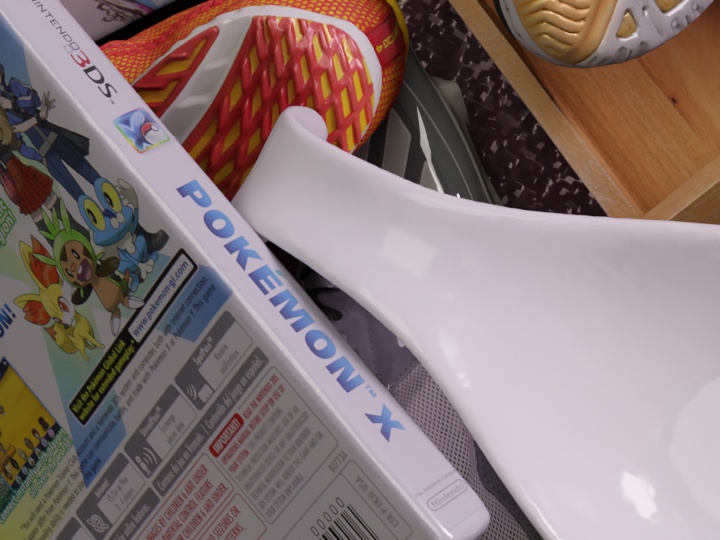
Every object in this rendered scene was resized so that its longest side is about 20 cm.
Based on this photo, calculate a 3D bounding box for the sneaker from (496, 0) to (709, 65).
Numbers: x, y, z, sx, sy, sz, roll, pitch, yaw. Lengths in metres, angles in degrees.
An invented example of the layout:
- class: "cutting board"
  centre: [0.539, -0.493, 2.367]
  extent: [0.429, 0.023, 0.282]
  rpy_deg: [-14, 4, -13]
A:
- class: "sneaker"
  centre: [0.064, -0.145, 0.769]
  extent: [0.088, 0.076, 0.200]
  rpy_deg: [-8, 64, 52]

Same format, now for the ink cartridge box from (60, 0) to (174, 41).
- class: "ink cartridge box"
  centre: [-0.121, -0.154, 0.821]
  extent: [0.200, 0.146, 0.147]
  rpy_deg: [-25, 59, 13]

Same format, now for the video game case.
- class: "video game case"
  centre: [-0.075, 0.049, 0.744]
  extent: [0.182, 0.022, 0.200]
  rpy_deg: [50, 135, 11]

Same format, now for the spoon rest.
- class: "spoon rest"
  centre: [0.049, 0.019, 0.677]
  extent: [0.200, 0.061, 0.099]
  rpy_deg: [29, 92, 20]

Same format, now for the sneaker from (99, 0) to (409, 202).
- class: "sneaker"
  centre: [-0.075, -0.028, 0.798]
  extent: [0.200, 0.077, 0.073]
  rpy_deg: [-15, 103, 19]

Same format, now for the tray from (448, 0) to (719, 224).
- class: "tray"
  centre: [0.072, -0.097, 0.805]
  extent: [0.099, 0.037, 0.200]
  rpy_deg: [-39, 53, 8]

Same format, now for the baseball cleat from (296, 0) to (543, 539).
- class: "baseball cleat"
  centre: [0.000, 0.000, 0.815]
  extent: [0.106, 0.070, 0.200]
  rpy_deg: [-30, 74, -17]
